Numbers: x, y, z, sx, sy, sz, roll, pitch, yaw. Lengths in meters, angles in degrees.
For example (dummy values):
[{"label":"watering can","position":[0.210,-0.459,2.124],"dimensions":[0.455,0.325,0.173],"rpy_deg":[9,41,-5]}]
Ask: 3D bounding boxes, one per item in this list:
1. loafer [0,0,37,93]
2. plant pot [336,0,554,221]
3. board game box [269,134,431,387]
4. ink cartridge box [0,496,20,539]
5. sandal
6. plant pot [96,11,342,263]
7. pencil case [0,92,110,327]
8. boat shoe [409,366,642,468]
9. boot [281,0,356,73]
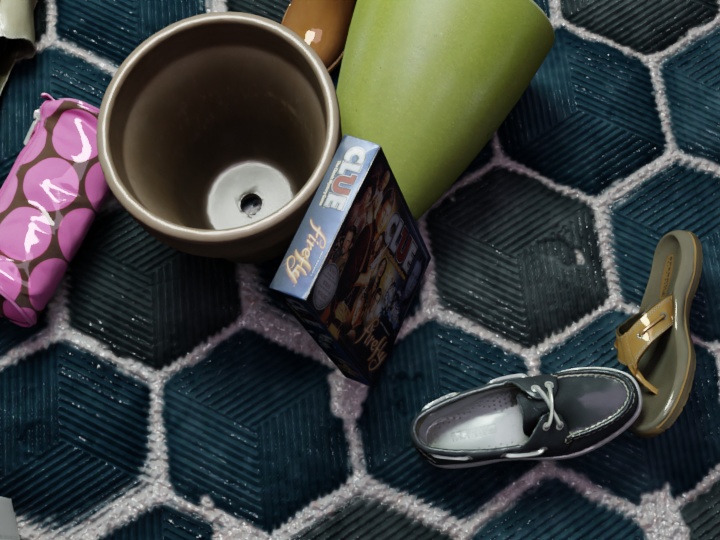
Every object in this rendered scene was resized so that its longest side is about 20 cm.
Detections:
[{"label":"loafer","position":[-0.340,-0.240,0.948],"dimensions":[0.067,0.076,0.202],"rpy_deg":[24,83,4]},{"label":"plant pot","position":[0.052,-0.155,0.893],"dimensions":[0.185,0.187,0.202],"rpy_deg":[25,87,6]},{"label":"board game box","position":[0.000,0.000,0.818],"dimensions":[0.034,0.200,0.137],"rpy_deg":[17,72,23]},{"label":"ink cartridge box","position":[-0.332,0.264,0.765],"dimensions":[0.127,0.125,0.203],"rpy_deg":[-16,74,-7]},{"label":"sandal","position":[0.257,0.050,0.873],"dimensions":[0.053,0.080,0.203],"rpy_deg":[21,67,-13]},{"label":"plant pot","position":[-0.109,-0.089,0.850],"dimensions":[0.196,0.175,0.204],"rpy_deg":[-1,71,2]},{"label":"pencil case","position":[-0.288,-0.056,0.885],"dimensions":[0.093,0.090,0.202],"rpy_deg":[33,69,-29]},{"label":"boat shoe","position":[0.138,0.125,0.829],"dimensions":[0.197,0.060,0.077],"rpy_deg":[-20,68,11]},{"label":"boot","position":[-0.025,-0.289,0.926],"dimensions":[0.076,0.156,0.202],"rpy_deg":[27,74,6]}]
